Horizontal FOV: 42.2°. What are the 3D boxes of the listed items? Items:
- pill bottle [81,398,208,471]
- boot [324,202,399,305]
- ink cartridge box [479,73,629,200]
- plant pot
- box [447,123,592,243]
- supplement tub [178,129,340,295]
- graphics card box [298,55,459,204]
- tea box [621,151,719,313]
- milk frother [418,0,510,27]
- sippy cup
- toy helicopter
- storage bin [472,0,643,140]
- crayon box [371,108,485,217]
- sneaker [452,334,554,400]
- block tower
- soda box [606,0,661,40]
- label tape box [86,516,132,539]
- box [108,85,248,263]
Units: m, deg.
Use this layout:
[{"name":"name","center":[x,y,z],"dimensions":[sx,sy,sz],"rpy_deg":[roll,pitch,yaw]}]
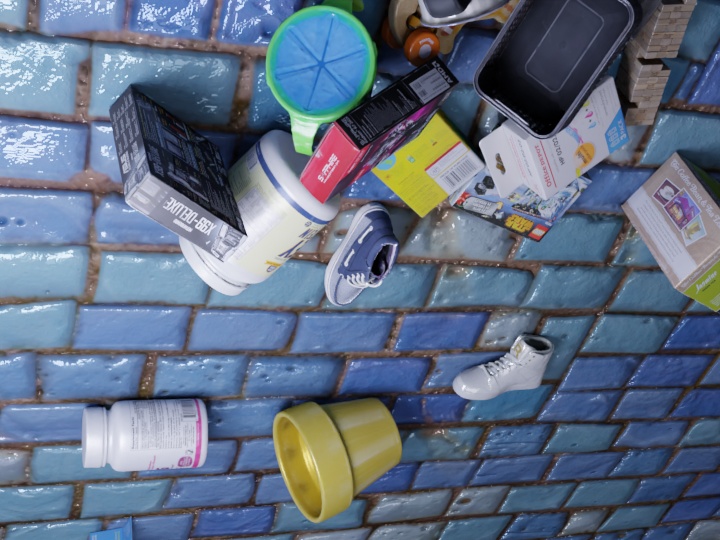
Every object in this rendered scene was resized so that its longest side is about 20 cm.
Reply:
[{"name":"pill bottle","center":[-0.359,0.274,1.554],"dimensions":[0.196,0.115,0.115],"rpy_deg":[2,132,-21]},{"name":"boot","center":[0.000,0.000,1.441],"dimensions":[0.071,0.091,0.202],"rpy_deg":[3,131,-23]},{"name":"ink cartridge box","center":[0.280,-0.187,1.342],"dimensions":[0.198,0.068,0.116],"rpy_deg":[-35,127,-5]},{"name":"plant pot","center":[-0.034,0.321,1.677],"dimensions":[0.186,0.202,0.203],"rpy_deg":[-17,138,-25]},{"name":"box","center":[0.245,-0.130,1.445],"dimensions":[0.197,0.040,0.138],"rpy_deg":[19,122,-34]},{"name":"supplement tub","center":[-0.139,-0.076,1.277],"dimensions":[0.199,0.147,0.144],"rpy_deg":[-40,133,20]},{"name":"graphics card box","center":[0.023,-0.173,1.143],"dimensions":[0.199,0.051,0.126],"rpy_deg":[-40,174,-35]},{"name":"tea box","center":[0.565,-0.054,1.523],"dimensions":[0.194,0.202,0.134],"rpy_deg":[24,122,-35]},{"name":"milk frother","center":[0.050,-0.373,1.055],"dimensions":[0.197,0.181,0.191],"rpy_deg":[4,125,37]},{"name":"sippy cup","center":[-0.039,-0.240,1.154],"dimensions":[0.177,0.141,0.130],"rpy_deg":[-39,172,4]},{"name":"toy helicopter","center":[0.125,-0.343,1.188],"dimensions":[0.196,0.079,0.135],"rpy_deg":[-12,128,-25]},{"name":"storage bin","center":[0.254,-0.287,1.204],"dimensions":[0.202,0.134,0.094],"rpy_deg":[-57,170,27]},{"name":"crayon box","center":[0.075,-0.177,1.328],"dimensions":[0.126,0.051,0.199],"rpy_deg":[-37,134,15]},{"name":"sneaker","center":[0.266,0.170,1.725],"dimensions":[0.196,0.074,0.117],"rpy_deg":[-8,134,-27]},{"name":"block tower","center":[0.411,-0.306,1.328],"dimensions":[0.056,0.055,0.203],"rpy_deg":[-6,133,-16]},{"name":"soda box","center":[0.377,-0.407,1.212],"dimensions":[0.069,0.064,0.202],"rpy_deg":[11,127,-29]},{"name":"label tape box","center":[-0.496,0.583,1.778],"dimensions":[0.062,0.146,0.202],"rpy_deg":[14,126,-28]},{"name":"box","center":[-0.228,-0.121,1.159],"dimensions":[0.050,0.202,0.157],"rpy_deg":[-41,133,17]}]
